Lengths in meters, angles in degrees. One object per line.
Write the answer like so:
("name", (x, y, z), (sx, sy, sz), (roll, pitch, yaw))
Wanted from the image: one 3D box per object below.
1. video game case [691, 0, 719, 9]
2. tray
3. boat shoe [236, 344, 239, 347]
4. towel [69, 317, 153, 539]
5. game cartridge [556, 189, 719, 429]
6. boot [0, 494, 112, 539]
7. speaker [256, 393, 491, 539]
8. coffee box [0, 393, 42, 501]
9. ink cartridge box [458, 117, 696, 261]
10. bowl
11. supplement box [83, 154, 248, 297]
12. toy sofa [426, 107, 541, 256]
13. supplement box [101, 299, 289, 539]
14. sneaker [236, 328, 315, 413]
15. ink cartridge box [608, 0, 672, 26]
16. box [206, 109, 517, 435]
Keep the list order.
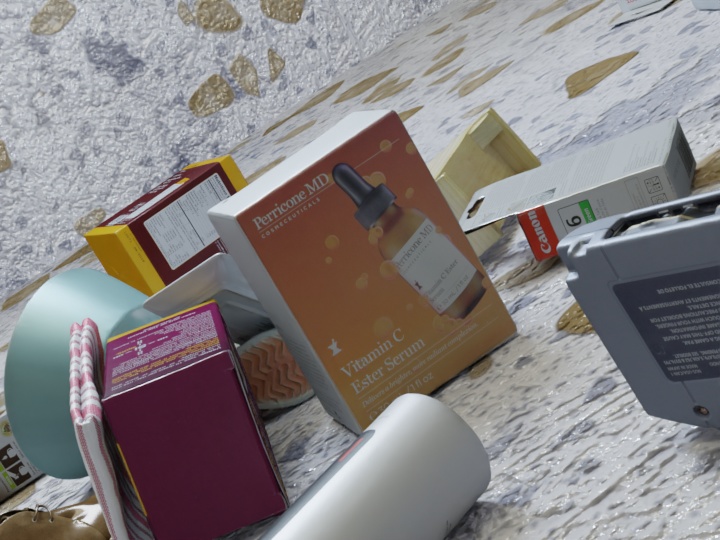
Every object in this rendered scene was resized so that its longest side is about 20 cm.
("video game case", (0.508, -0.367, 1.628), (0.181, 0.023, 0.200), (-32, 14, -2))
("tray", (-0.086, 0.043, 1.212), (0.107, 0.199, 0.022), (-30, 55, 32))
("boat shoe", (-0.092, 0.053, 1.366), (0.201, 0.072, 0.060), (-40, -17, 9))
("towel", (-0.191, 0.136, 1.058), (0.030, 0.148, 0.200), (-18, 23, -5))
("game cartridge", (0.202, 0.022, 0.686), (0.041, 0.134, 0.199), (-40, 16, -34))
("boot", (-0.252, 0.215, 1.122), (0.073, 0.076, 0.200), (-22, 14, 49))
("speaker", (-0.009, 0.160, 0.779), (0.081, 0.082, 0.200), (-14, 22, 51))
("coffee box", (-0.433, 0.220, 1.484), (0.199, 0.080, 0.114), (-34, 13, -9))
("ink cartridge box", (0.182, -0.059, 1.165), (0.198, 0.051, 0.109), (-20, 18, 27))
("bowl", (-0.228, 0.101, 1.283), (0.104, 0.203, 0.201), (3, 31, 32))
("supplement box", (-0.258, -0.051, 1.943), (0.199, 0.134, 0.197), (-36, 14, -20))
("toy sofa", (0.101, -0.072, 1.339), (0.097, 0.083, 0.200), (-42, 7, 31))
("supplement box", (-0.131, 0.115, 1.059), (0.102, 0.133, 0.200), (-20, 11, -6))
("sneaker", (-0.105, 0.098, 1.222), (0.198, 0.072, 0.080), (-26, 8, 1))
("ink cartridge box", (0.428, -0.428, 1.920), (0.199, 0.068, 0.116), (-39, 15, -28))
("box", (0.000, 0.000, 1.061), (0.151, 0.201, 0.106), (-34, 14, -12))
